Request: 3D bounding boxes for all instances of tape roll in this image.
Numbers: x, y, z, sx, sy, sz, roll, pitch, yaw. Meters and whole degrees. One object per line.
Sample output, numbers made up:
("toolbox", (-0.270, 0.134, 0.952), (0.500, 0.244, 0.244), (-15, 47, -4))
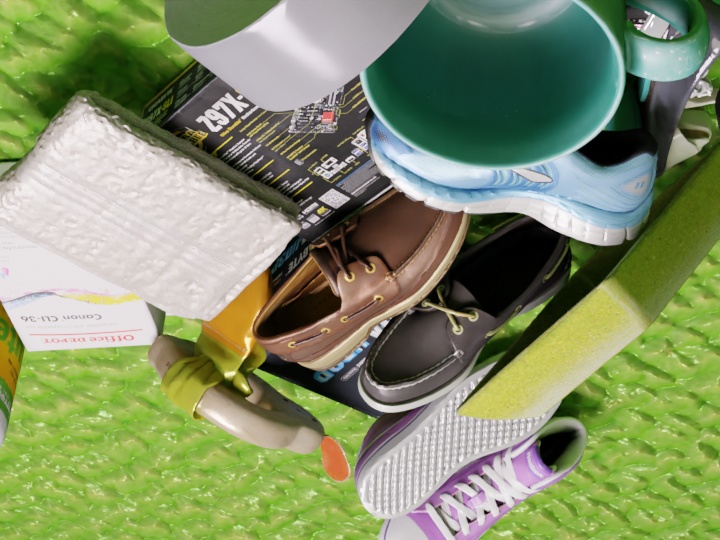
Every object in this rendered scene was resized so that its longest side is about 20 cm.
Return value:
("tape roll", (-0.023, -0.191, 1.092), (0.066, 0.200, 0.200), (35, 135, -29))

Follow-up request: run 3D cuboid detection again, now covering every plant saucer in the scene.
("plant saucer", (0.178, 0.020, 1.359), (0.048, 0.200, 0.200), (45, 138, 1))

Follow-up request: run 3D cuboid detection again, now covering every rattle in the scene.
("rattle", (-0.058, 0.074, 1.520), (0.200, 0.143, 0.130), (26, 174, -31))

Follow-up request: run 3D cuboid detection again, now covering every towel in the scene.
("towel", (-0.152, -0.043, 1.364), (0.200, 0.035, 0.133), (30, 125, -28))

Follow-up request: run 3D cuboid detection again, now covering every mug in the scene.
("mug", (0.093, -0.146, 1.133), (0.185, 0.115, 0.152), (23, 135, -17))

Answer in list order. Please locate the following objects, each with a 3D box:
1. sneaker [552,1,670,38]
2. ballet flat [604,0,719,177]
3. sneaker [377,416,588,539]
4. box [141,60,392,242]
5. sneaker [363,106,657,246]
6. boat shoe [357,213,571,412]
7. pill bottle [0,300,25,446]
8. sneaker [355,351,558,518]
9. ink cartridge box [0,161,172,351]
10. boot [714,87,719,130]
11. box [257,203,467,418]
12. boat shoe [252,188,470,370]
("sneaker", (0.138, -0.165, 1.211), (0.086, 0.080, 0.200), (16, 142, -12))
("ballet flat", (0.208, -0.111, 1.286), (0.073, 0.073, 0.200), (8, 142, -3))
("sneaker", (0.105, 0.181, 1.611), (0.073, 0.200, 0.114), (53, 157, 3))
("box", (-0.036, -0.111, 1.336), (0.160, 0.049, 0.200), (29, 138, -25))
("sneaker", (0.101, -0.086, 1.256), (0.200, 0.078, 0.090), (11, 131, -7))
("boat shoe", (0.076, 0.024, 1.408), (0.072, 0.201, 0.061), (42, 157, 23))
("pill bottle", (-0.328, 0.087, 1.518), (0.111, 0.200, 0.111), (4, 144, 3))
("sneaker", (0.077, 0.117, 1.612), (0.200, 0.114, 0.073), (-32, 104, 5))
("ink cartridge box", (-0.219, 0.001, 1.497), (0.116, 0.068, 0.200), (-3, 143, 10))
("boot", (0.344, -0.086, 1.265), (0.211, 0.080, 0.158), (-14, 141, 6))
("box", (0.000, 0.032, 1.526), (0.159, 0.046, 0.200), (24, 140, -22))
("boat shoe", (0.000, 0.000, 1.380), (0.068, 0.072, 0.200), (13, 132, -47))
